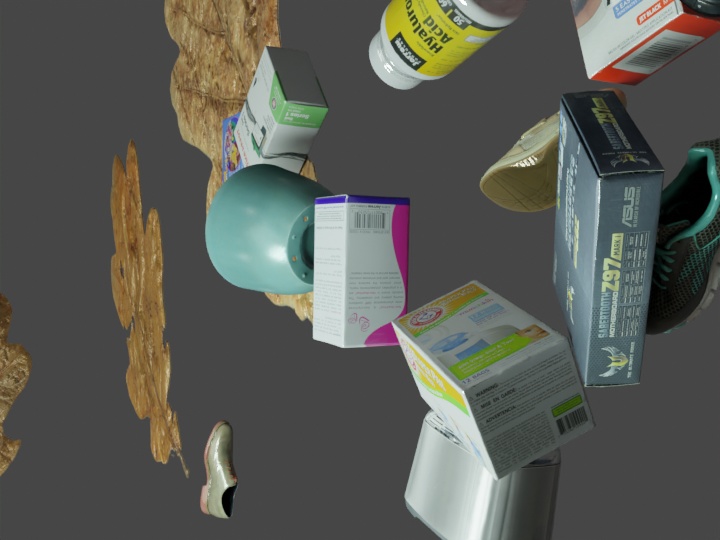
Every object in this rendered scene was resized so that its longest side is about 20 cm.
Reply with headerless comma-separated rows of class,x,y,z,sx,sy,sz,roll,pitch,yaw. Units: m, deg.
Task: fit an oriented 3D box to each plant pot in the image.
plant pot,-0.107,-0.054,1.229,0.161,0.200,0.201,16,104,48

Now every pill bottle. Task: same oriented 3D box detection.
pill bottle,0.092,-0.290,0.941,0.200,0.111,0.112,-29,65,59

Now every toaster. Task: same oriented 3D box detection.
toaster,0.133,0.224,0.862,0.200,0.113,0.129,24,109,62

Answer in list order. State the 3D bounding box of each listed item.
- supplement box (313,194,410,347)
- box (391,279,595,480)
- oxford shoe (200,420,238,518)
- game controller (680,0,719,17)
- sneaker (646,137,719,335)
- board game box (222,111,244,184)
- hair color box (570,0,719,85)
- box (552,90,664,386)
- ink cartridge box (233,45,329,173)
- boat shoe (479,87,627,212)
supplement box,0.000,0.000,1.118,0.103,0.101,0.201,3,92,61
box,0.124,0.099,0.813,0.102,0.112,0.200,68,171,-20
oxford shoe,-0.278,0.412,1.683,0.075,0.070,0.201,9,97,34
game controller,0.248,-0.287,0.641,0.200,0.104,0.042,51,176,23
sneaker,0.256,-0.029,0.657,0.078,0.091,0.200,55,137,43
board game box,-0.228,-0.204,1.592,0.134,0.045,0.201,1,90,61
hair color box,0.239,-0.282,0.721,0.111,0.064,0.200,-34,60,57
box,0.200,-0.028,0.681,0.158,0.051,0.200,-89,-7,-56
ink cartridge box,-0.140,-0.255,1.392,0.200,0.084,0.146,-59,41,43
boat shoe,0.192,-0.117,0.815,0.065,0.072,0.200,-61,11,-25
